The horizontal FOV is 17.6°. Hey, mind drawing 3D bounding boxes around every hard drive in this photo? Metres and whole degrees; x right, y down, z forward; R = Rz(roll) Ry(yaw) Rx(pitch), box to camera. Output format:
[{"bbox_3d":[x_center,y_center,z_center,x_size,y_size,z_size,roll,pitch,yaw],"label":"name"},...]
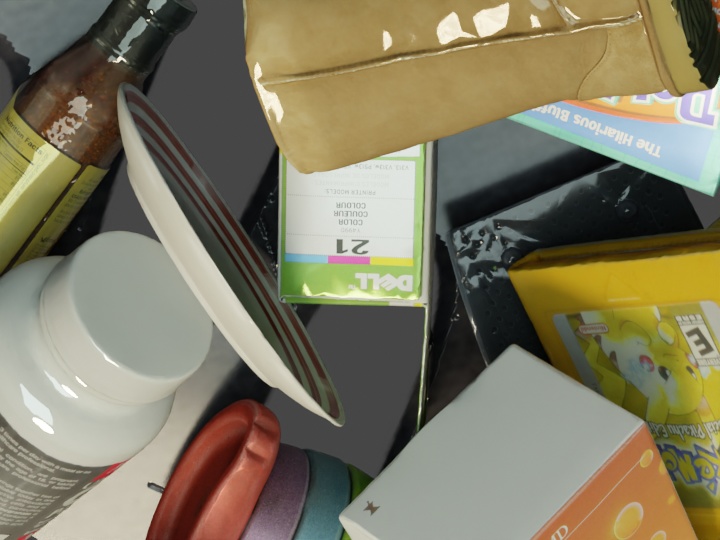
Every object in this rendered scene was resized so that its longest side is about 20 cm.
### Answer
[{"bbox_3d":[0.137,0.044,1.236,0.134,0.042,0.201,-23,102,6],"label":"hard drive"}]

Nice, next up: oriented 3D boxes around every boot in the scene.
[{"bbox_3d":[0.037,-0.130,0.992,0.199,0.066,0.176,-8,117,24],"label":"boot"}]

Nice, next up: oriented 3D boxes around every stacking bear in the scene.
[{"bbox_3d":[-0.005,0.162,1.234,0.199,0.114,0.122,28,88,-16],"label":"stacking bear"}]

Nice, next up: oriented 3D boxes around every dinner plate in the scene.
[{"bbox_3d":[-0.069,-0.004,1.149,0.024,0.200,0.200,-34,100,4],"label":"dinner plate"}]

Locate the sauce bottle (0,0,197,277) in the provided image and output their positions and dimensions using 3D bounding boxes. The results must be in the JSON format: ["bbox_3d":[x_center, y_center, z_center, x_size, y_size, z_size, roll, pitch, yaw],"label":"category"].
[{"bbox_3d":[-0.157,-0.067,1.208,0.066,0.066,0.200,38,99,-7],"label":"sauce bottle"}]

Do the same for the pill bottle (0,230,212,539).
[{"bbox_3d":[-0.162,0.061,1.170,0.111,0.111,0.200,45,133,-8],"label":"pill bottle"}]

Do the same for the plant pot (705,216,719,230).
[{"bbox_3d":[0.276,0.019,1.162,0.201,0.201,0.189,-39,83,9],"label":"plant pot"}]

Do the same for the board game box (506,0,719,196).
[{"bbox_3d":[0.118,-0.148,1.020,0.152,0.045,0.201,21,126,9],"label":"board game box"}]

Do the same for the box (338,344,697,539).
[{"bbox_3d":[0.095,0.157,1.143,0.124,0.097,0.200,-44,133,-16],"label":"box"}]

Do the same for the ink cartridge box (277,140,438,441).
[{"bbox_3d":[0.000,0.000,1.175,0.075,0.148,0.201,2,103,3],"label":"ink cartridge box"}]

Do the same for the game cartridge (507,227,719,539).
[{"bbox_3d":[0.170,0.076,1.142,0.032,0.176,0.201,-32,103,-30],"label":"game cartridge"}]
